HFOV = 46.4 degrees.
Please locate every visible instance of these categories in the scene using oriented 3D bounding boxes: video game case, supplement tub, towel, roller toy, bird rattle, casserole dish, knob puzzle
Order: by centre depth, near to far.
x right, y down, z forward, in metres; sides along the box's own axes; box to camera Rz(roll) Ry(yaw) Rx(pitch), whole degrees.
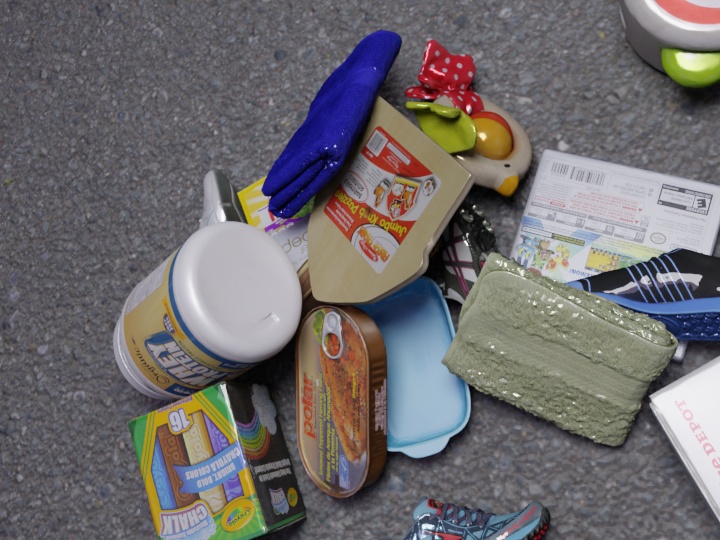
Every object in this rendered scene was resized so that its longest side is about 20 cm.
[{"bbox_3d":[0.187,0.081,0.813,0.197,0.037,0.150,24,121,9],"label":"towel"},{"bbox_3d":[0.015,-0.050,0.854,0.217,0.030,0.224,-18,63,39],"label":"knob puzzle"},{"bbox_3d":[0.358,-0.299,0.859,0.199,0.139,0.184,-40,75,11],"label":"roller toy"},{"bbox_3d":[0.261,-0.021,0.881,0.197,0.022,0.185,16,81,23],"label":"video game case"},{"bbox_3d":[-0.168,0.051,0.891,0.199,0.143,0.147,-32,61,45],"label":"supplement tub"},{"bbox_3d":[-0.034,-0.162,0.902,0.147,0.049,0.202,-39,22,50],"label":"towel"},{"bbox_3d":[0.054,0.102,0.914,0.119,0.039,0.204,-19,68,15],"label":"casserole dish"},{"bbox_3d":[0.113,-0.152,0.928,0.161,0.201,0.113,29,126,-4],"label":"bird rattle"}]

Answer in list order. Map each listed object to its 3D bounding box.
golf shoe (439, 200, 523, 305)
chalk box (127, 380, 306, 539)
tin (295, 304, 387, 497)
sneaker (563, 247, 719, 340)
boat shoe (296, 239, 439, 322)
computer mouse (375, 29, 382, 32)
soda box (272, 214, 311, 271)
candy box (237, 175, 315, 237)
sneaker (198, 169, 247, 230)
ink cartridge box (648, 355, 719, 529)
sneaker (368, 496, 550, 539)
[{"bbox_3d":[0.109,-0.015,0.902,0.088,0.076,0.202,-48,47,23],"label":"golf shoe"},{"bbox_3d":[-0.144,0.235,0.896,0.122,0.125,0.204,-21,76,13],"label":"chalk box"},{"bbox_3d":[-0.021,0.136,0.891,0.110,0.041,0.205,7,100,40],"label":"tin"},{"bbox_3d":[0.288,0.019,0.817,0.196,0.071,0.079,4,54,27],"label":"sneaker"},{"bbox_3d":[0.001,0.000,0.903,0.199,0.072,0.068,-36,51,19],"label":"boat shoe"},{"bbox_3d":[0.012,-0.199,1.002,0.058,0.034,0.204,-14,57,53],"label":"computer mouse"},{"bbox_3d":[-0.041,-0.025,0.971,0.198,0.068,0.064,-30,65,10],"label":"soda box"},{"bbox_3d":[-0.050,-0.098,1.020,0.198,0.026,0.104,-29,63,10],"label":"candy box"},{"bbox_3d":[-0.179,-0.027,1.025,0.079,0.070,0.204,-17,70,18],"label":"sneaker"},{"bbox_3d":[0.381,0.135,0.752,0.198,0.087,0.147,-31,66,8],"label":"ink cartridge box"},{"bbox_3d":[0.089,0.264,0.832,0.198,0.079,0.097,-29,64,11],"label":"sneaker"}]
